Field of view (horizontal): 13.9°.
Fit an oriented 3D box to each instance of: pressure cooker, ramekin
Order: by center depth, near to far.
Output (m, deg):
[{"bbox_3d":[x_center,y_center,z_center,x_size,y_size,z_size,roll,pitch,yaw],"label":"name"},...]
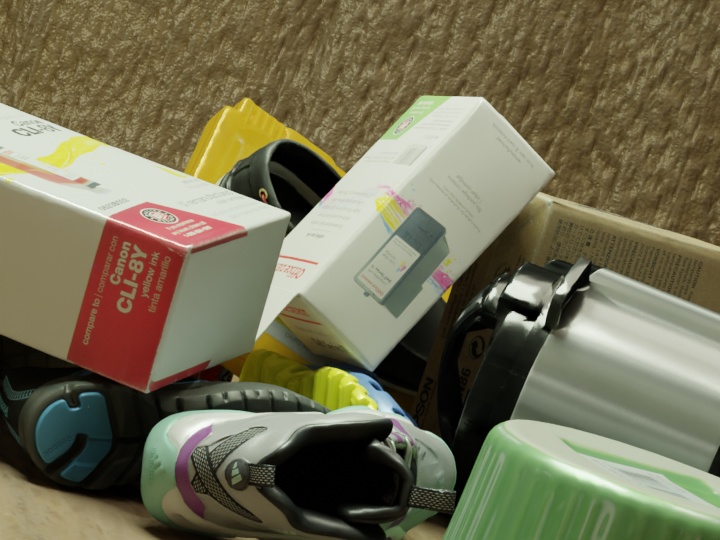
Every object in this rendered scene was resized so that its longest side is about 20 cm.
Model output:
[{"bbox_3d":[0.136,0.148,1.473,0.200,0.098,0.200,18,5,-2],"label":"ramekin"},{"bbox_3d":[0.136,0.091,1.662,0.200,0.176,0.179,23,3,16],"label":"pressure cooker"}]

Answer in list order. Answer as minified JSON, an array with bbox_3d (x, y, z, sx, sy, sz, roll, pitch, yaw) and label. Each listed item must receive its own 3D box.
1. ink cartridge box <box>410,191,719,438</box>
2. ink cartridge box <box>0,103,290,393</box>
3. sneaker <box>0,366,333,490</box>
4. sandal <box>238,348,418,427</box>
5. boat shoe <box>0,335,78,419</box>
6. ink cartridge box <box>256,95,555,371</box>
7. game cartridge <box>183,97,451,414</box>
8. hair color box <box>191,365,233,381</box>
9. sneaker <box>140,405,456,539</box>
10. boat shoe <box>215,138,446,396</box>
[{"bbox_3d":[0.128,0.060,1.807,0.165,0.200,0.075,16,4,-34],"label":"ink cartridge box"},{"bbox_3d":[-0.159,-0.018,1.538,0.200,0.083,0.145,20,15,16],"label":"ink cartridge box"},{"bbox_3d":[-0.093,0.081,1.535,0.200,0.073,0.082,15,7,-31],"label":"sneaker"},{"bbox_3d":[-0.002,0.090,1.697,0.087,0.080,0.200,8,11,-24],"label":"sandal"},{"bbox_3d":[-0.229,0.034,1.577,0.068,0.072,0.200,24,10,37],"label":"boat shoe"},{"bbox_3d":[0.008,-0.009,1.715,0.067,0.200,0.117,46,-10,-15],"label":"ink cartridge box"},{"bbox_3d":[-0.033,0.006,1.837,0.200,0.176,0.032,37,-43,-18],"label":"game cartridge"},{"bbox_3d":[-0.158,0.039,1.835,0.101,0.061,0.200,21,7,23],"label":"hair color box"},{"bbox_3d":[0.006,0.107,1.458,0.200,0.078,0.140,0,0,-43],"label":"sneaker"},{"bbox_3d":[-0.001,0.002,1.804,0.201,0.074,0.063,43,-42,-11],"label":"boat shoe"}]
